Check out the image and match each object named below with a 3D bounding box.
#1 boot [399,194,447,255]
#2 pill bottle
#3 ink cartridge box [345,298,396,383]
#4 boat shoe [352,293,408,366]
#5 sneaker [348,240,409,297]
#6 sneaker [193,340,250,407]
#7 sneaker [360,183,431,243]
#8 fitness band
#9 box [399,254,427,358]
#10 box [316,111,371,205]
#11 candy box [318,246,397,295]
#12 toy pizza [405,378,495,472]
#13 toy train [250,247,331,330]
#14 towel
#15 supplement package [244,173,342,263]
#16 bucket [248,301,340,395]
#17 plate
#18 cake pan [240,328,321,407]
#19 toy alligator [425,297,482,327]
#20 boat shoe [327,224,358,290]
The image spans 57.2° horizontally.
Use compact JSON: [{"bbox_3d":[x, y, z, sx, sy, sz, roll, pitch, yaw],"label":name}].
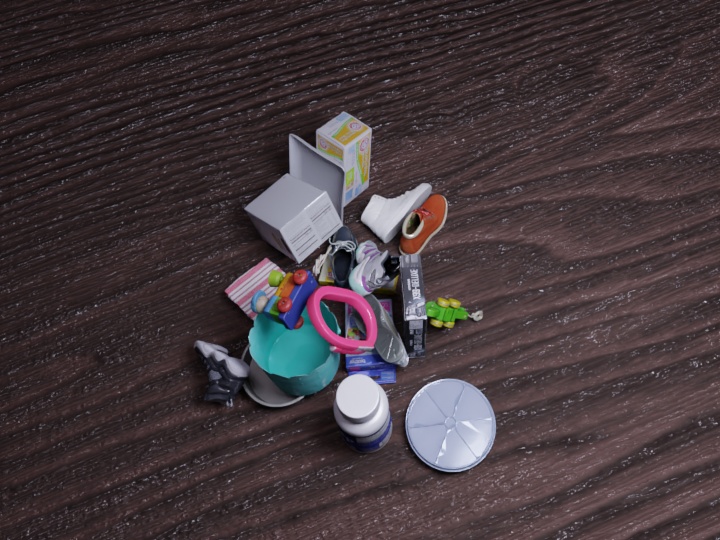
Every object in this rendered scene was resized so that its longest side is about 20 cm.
[{"bbox_3d":[0.163,-0.131,1.671,0.074,0.108,0.202,23,64,21],"label":"boot"},{"bbox_3d":[0.004,0.298,1.389,0.116,0.202,0.122,-3,59,5],"label":"pill bottle"},{"bbox_3d":[0.023,0.167,1.557,0.116,0.042,0.205,-4,62,5],"label":"ink cartridge box"},{"bbox_3d":[0.046,0.135,1.520,0.074,0.065,0.203,-40,55,4],"label":"boat shoe"},{"bbox_3d":[0.056,-0.021,1.560,0.137,0.078,0.202,-22,30,23],"label":"sneaker"},{"bbox_3d":[-0.341,0.241,1.536,0.198,0.075,0.116,21,89,42],"label":"sneaker"},{"bbox_3d":[0.088,-0.179,1.725,0.115,0.074,0.200,39,73,22],"label":"sneaker"},{"bbox_3d":[-0.035,0.107,1.417,0.037,0.198,0.146,-36,59,31],"label":"fitness band"},{"bbox_3d":[0.119,0.085,1.496,0.048,0.201,0.161,-4,60,2],"label":"box"},{"bbox_3d":[-0.044,-0.288,1.721,0.101,0.202,0.112,34,57,24],"label":"box"},{"bbox_3d":[0.000,0.000,1.661,0.195,0.027,0.104,8,62,12],"label":"candy box"},{"bbox_3d":[0.196,0.337,1.441,0.194,0.032,0.205,-3,61,5],"label":"toy pizza"},{"bbox_3d":[-0.151,0.023,1.442,0.113,0.085,0.203,13,61,29],"label":"toy train"},{"bbox_3d":[-0.230,0.064,1.636,0.146,0.030,0.199,-39,55,-20],"label":"towel"},{"bbox_3d":[-0.172,-0.136,1.671,0.155,0.112,0.199,-41,38,-16],"label":"supplement package"},{"bbox_3d":[-0.138,0.170,1.474,0.201,0.136,0.212,-3,59,5],"label":"bucket"},{"bbox_3d":[-0.108,-0.235,1.716,0.198,0.202,0.032,36,53,25],"label":"plate"},{"bbox_3d":[-0.185,0.226,1.549,0.195,0.037,0.205,-3,60,6],"label":"cake pan"},{"bbox_3d":[0.205,0.094,1.522,0.054,0.197,0.061,30,107,44],"label":"toy alligator"},{"bbox_3d":[-0.045,-0.037,1.637,0.073,0.062,0.204,-3,56,9],"label":"boat shoe"}]
